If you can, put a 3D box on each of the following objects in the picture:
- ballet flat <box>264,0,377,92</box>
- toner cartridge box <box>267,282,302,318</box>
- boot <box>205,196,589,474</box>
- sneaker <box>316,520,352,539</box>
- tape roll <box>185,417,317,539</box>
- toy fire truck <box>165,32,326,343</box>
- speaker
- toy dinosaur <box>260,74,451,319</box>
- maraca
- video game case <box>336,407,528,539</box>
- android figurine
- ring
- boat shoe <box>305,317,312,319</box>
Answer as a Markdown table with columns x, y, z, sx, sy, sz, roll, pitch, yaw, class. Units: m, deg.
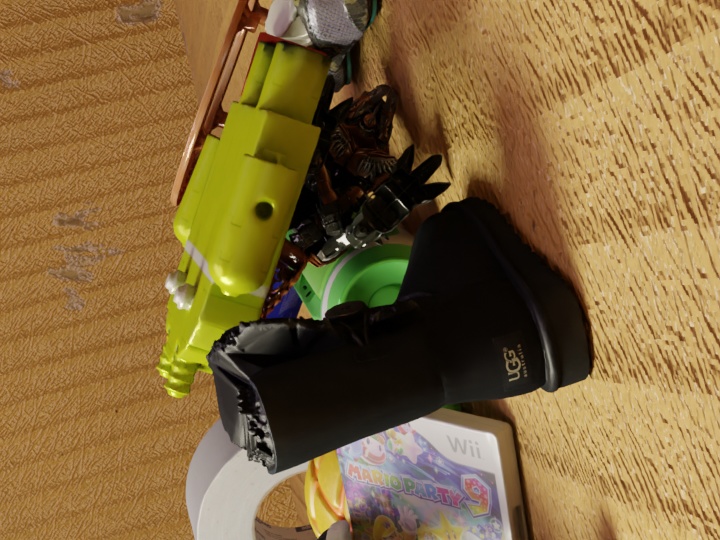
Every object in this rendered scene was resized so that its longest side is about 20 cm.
| x | y | z | sx | sy | sz | roll | pitch | yaw | class |
| --- | --- | --- | --- | --- | --- | --- | --- | --- | --- |
| -0.035 | -0.171 | 0.965 | 0.200 | 0.072 | 0.072 | 133 | 123 | -80 | ballet flat |
| -0.071 | -0.023 | 1.089 | 0.043 | 0.095 | 0.200 | 36 | 124 | 23 | toner cartridge box |
| 0.004 | 0.027 | 0.690 | 0.200 | 0.168 | 0.077 | -126 | 24 | -70 | boot |
| -0.054 | 0.216 | 0.860 | 0.200 | 0.099 | 0.071 | -62 | -41 | -75 | sneaker |
| -0.048 | 0.198 | 1.176 | 0.066 | 0.200 | 0.201 | -120 | 19 | -60 | tape roll |
| -0.081 | -0.045 | 0.931 | 0.141 | 0.049 | 0.200 | 132 | 153 | -70 | toy fire truck |
| 0.000 | 0.000 | 0.948 | 0.200 | 0.088 | 0.089 | -129 | 26 | -70 | speaker |
| -0.019 | -0.040 | 0.847 | 0.136 | 0.102 | 0.200 | 138 | 143 | -59 | toy dinosaur |
| 0.024 | 0.148 | 0.978 | 0.200 | 0.107 | 0.137 | 137 | 135 | -57 | maraca |
| 0.049 | 0.177 | 0.876 | 0.143 | 0.018 | 0.200 | 9 | 117 | 43 | video game case |
| -0.070 | -0.028 | 0.750 | 0.182 | 0.041 | 0.200 | -141 | 70 | -73 | android figurine |
| -0.089 | -0.137 | 0.943 | 0.200 | 0.019 | 0.201 | -159 | 90 | -84 | ring |
| -0.047 | 0.067 | 1.045 | 0.200 | 0.063 | 0.073 | -12 | 72 | 61 | boat shoe |
